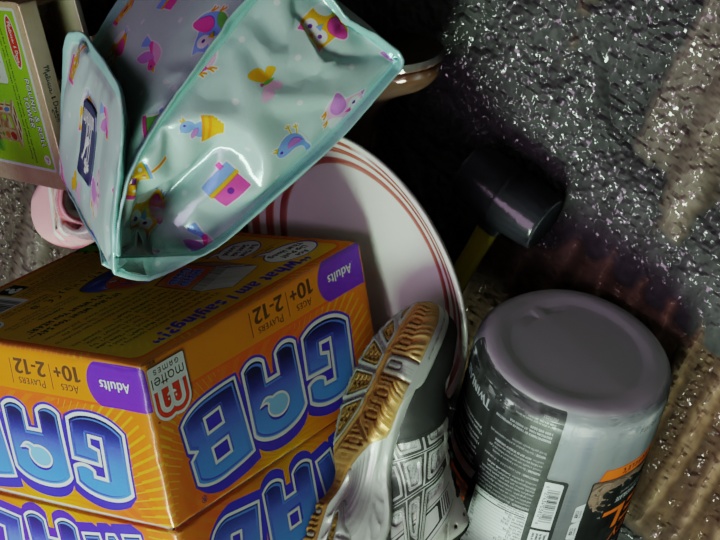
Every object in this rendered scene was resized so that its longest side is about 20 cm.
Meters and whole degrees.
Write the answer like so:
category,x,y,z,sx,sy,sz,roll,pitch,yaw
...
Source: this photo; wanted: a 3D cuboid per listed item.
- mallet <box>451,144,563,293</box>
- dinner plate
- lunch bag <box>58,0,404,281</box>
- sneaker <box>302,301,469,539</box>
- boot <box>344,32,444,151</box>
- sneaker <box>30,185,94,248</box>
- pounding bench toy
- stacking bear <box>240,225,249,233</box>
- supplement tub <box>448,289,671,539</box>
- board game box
category,x,y,z,sx,sy,sz,roll,pitch,yaw
mallet,0.051,0.006,1.071,0.066,0.041,0.200,45,124,12
dinner plate,0.000,0.000,1.062,0.200,0.024,0.200,29,134,36
lunch bag,-0.099,-0.100,0.978,0.122,0.200,0.170,39,-176,-32
sneaker,0.029,0.120,0.998,0.076,0.088,0.200,-163,92,-72
boot,0.013,-0.046,1.081,0.186,0.064,0.200,1,114,52
sneaker,-0.202,-0.057,1.227,0.200,0.105,0.076,-8,90,42
pounding bench toy,-0.192,-0.179,1.110,0.124,0.156,0.200,12,123,45
stacking bear,-0.129,0.021,1.224,0.200,0.114,0.122,-21,100,42
supplement tub,0.113,0.122,1.052,0.122,0.122,0.200,32,133,23
board game box,-0.121,0.101,1.049,0.200,0.200,0.200,5,113,38
